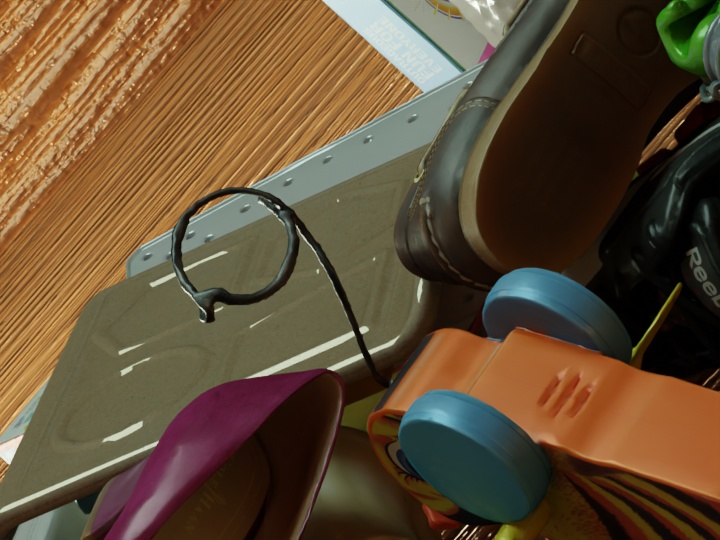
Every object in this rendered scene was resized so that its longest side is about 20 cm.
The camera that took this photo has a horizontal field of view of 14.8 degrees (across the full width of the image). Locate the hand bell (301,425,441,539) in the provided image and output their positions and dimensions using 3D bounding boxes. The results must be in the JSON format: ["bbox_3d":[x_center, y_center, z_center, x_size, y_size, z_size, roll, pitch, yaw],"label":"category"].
[{"bbox_3d":[0.021,0.120,0.882,0.104,0.104,0.200,-50,25,-9],"label":"hand bell"}]

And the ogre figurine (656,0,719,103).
[{"bbox_3d":[0.190,-0.086,0.826,0.200,0.098,0.120,-2,27,4],"label":"ogre figurine"}]

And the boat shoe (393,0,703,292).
[{"bbox_3d":[0.080,-0.075,0.933,0.200,0.070,0.070,-48,15,-22],"label":"boat shoe"}]

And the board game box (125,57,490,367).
[{"bbox_3d":[0.000,0.000,1.115,0.200,0.026,0.200,-28,27,8],"label":"board game box"}]

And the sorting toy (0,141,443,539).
[{"bbox_3d":[-0.042,0.024,1.038,0.200,0.036,0.185,-28,18,18],"label":"sorting toy"}]

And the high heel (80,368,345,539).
[{"bbox_3d":[-0.056,0.110,0.848,0.096,0.067,0.200,-34,32,31],"label":"high heel"}]

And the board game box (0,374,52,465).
[{"bbox_3d":[-0.075,0.066,1.301,0.105,0.103,0.200,-52,12,-24],"label":"board game box"}]

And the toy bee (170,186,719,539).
[{"bbox_3d":[0.050,0.046,0.848,0.131,0.200,0.109,-35,-34,-15],"label":"toy bee"}]

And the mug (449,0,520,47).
[{"bbox_3d":[0.113,-0.190,1.271,0.200,0.175,0.148,-46,12,8],"label":"mug"}]

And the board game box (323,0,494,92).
[{"bbox_3d":[0.080,-0.176,1.408,0.200,0.153,0.040,-53,11,-26],"label":"board game box"}]

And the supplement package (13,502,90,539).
[{"bbox_3d":[-0.148,0.199,1.101,0.200,0.114,0.110,-43,14,19],"label":"supplement package"}]

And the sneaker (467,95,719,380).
[{"bbox_3d":[0.103,0.004,0.931,0.200,0.071,0.098,-42,10,20],"label":"sneaker"}]

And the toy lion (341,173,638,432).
[{"bbox_3d":[0.042,0.031,1.120,0.192,0.069,0.200,-37,15,16],"label":"toy lion"}]
